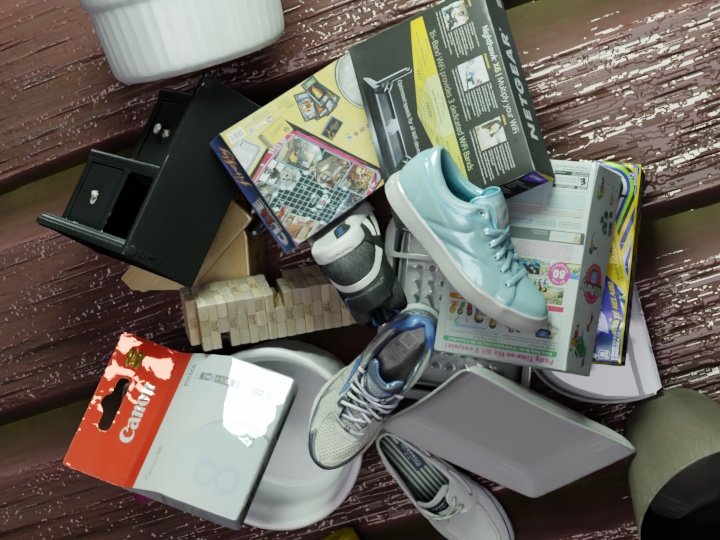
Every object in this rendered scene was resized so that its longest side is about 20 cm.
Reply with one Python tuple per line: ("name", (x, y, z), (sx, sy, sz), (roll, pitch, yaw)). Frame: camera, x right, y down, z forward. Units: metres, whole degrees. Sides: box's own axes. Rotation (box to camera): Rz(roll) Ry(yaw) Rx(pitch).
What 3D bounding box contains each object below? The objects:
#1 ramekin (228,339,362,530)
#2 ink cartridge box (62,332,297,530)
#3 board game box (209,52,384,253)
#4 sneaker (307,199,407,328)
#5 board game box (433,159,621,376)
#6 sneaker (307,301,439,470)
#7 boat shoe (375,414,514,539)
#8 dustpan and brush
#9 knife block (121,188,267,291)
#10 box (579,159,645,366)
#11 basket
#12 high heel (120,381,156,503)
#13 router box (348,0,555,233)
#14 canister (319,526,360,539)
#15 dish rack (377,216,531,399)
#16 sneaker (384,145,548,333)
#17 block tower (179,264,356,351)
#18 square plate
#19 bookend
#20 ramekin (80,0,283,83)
("ramekin", (-0.085, 0.171, 1.611), (0.200, 0.098, 0.201), (2, 101, 12))
("ink cartridge box", (-0.185, 0.155, 1.512), (0.199, 0.047, 0.160), (19, 67, 7))
("board game box", (-0.036, -0.126, 1.505), (0.136, 0.200, 0.035), (56, 152, -2))
("sneaker", (0.000, 0.000, 1.508), (0.073, 0.200, 0.112), (-28, 101, 10))
("board game box", (0.163, -0.007, 1.453), (0.147, 0.064, 0.201), (8, 87, 33))
("sneaker", (0.010, 0.116, 1.494), (0.077, 0.085, 0.200), (35, 93, -1))
("boat shoe", (0.084, 0.245, 1.603), (0.200, 0.067, 0.074), (43, 107, 1))
("dustpan and brush", (0.202, 0.084, 1.558), (0.199, 0.057, 0.140), (-14, 86, 9))
("knife block", (-0.160, -0.069, 1.597), (0.199, 0.064, 0.176), (-1, 100, 13))
("box", (0.243, -0.006, 1.488), (0.064, 0.070, 0.201), (5, 86, 15))
("basket", (0.336, 0.200, 1.456), (0.180, 0.200, 0.136), (-22, 106, 3))
("high heel", (-0.230, 0.183, 1.599), (0.067, 0.200, 0.096), (-24, 102, 0))
("router box", (0.086, -0.156, 1.451), (0.157, 0.052, 0.201), (-22, 74, 27))
("canister", (-0.017, 0.404, 1.650), (0.148, 0.087, 0.200), (-31, 92, 16))
("dish rack", (0.106, 0.038, 1.547), (0.171, 0.044, 0.201), (6, 92, 20))
("sneaker", (0.113, -0.031, 1.371), (0.200, 0.074, 0.082), (45, 124, -1))
("block tower", (-0.085, 0.035, 1.561), (0.199, 0.054, 0.058), (-11, 117, -12))
("square plate", (0.147, 0.163, 1.514), (0.200, 0.029, 0.198), (26, 150, -15))
("bookend", (-0.219, -0.106, 1.550), (0.199, 0.092, 0.200), (18, 82, 51))
("ramekin", (-0.173, -0.259, 1.488), (0.200, 0.201, 0.098), (-11, 106, 15))
